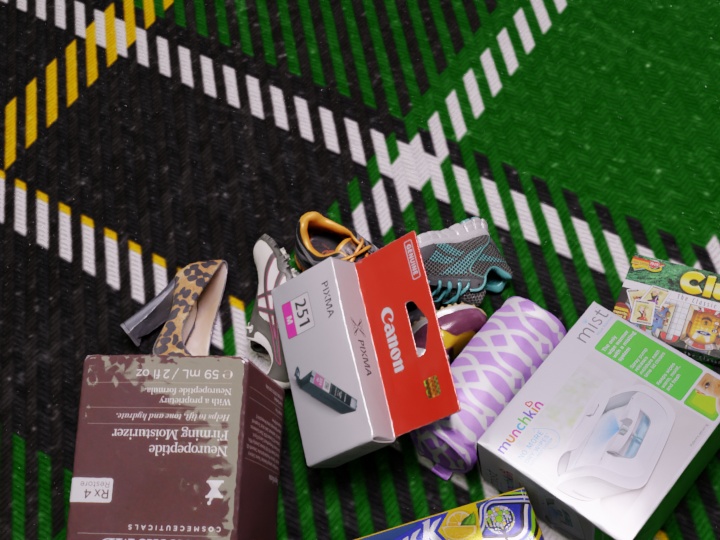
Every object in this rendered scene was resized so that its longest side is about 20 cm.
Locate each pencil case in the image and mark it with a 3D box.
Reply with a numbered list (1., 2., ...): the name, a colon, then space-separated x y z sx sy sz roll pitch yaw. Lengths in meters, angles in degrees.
1. pencil case: 0.133 0.117 1.224 0.084 0.086 0.200 34 66 21

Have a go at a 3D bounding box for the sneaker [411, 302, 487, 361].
1. sneaker: 0.060 0.116 1.251 0.200 0.075 0.090 -32 55 -1

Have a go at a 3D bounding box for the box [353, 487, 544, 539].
1. box: 0.075 0.277 1.133 0.200 0.070 0.064 -17 54 -2

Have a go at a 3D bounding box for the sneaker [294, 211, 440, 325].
1. sneaker: 0.000 0.000 1.337 0.200 0.077 0.078 27 63 24

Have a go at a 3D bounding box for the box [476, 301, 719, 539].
1. box: 0.245 0.163 1.166 0.176 0.097 0.200 34 69 26

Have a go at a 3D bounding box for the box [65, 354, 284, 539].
1. box: -0.174 0.195 1.150 0.166 0.164 0.200 -1 73 9

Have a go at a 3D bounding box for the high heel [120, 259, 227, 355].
1. high heel: -0.167 0.068 1.324 0.143 0.071 0.200 -40 51 -13

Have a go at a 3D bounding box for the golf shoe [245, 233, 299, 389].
1. golf shoe: -0.097 0.044 1.329 0.088 0.077 0.200 -26 54 1

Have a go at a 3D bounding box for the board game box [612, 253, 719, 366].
1. board game box: 0.375 0.050 1.263 0.200 0.023 0.105 15 57 20

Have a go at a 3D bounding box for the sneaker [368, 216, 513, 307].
1. sneaker: 0.095 0.005 1.281 0.200 0.078 0.091 -22 67 -41

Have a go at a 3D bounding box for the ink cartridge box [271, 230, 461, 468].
1. ink cartridge box: 0.000 0.079 1.191 0.174 0.044 0.200 -29 64 35
